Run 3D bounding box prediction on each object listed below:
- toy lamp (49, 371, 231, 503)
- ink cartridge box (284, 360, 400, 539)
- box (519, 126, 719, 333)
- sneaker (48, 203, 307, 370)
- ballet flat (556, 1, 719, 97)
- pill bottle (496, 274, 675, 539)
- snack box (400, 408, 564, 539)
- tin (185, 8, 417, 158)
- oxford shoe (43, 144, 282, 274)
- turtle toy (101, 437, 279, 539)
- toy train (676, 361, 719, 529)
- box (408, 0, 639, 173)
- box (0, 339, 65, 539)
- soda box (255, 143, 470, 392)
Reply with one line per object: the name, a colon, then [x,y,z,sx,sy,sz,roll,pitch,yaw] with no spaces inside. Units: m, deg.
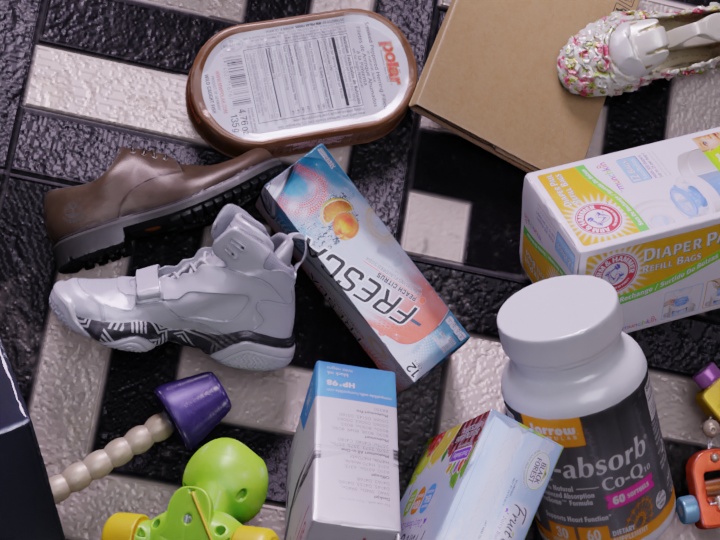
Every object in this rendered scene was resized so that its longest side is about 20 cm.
toy lamp: [-0.191,0.144,1.207,0.199,0.058,0.059,-33,85,-15]
ink cartridge box: [-0.015,0.180,1.152,0.066,0.117,0.201,10,39,-9]
box: [0.242,-0.031,1.278,0.198,0.102,0.113,-14,42,-12]
sneaker: [-0.137,0.004,1.217,0.197,0.075,0.116,11,107,-12]
ballet flat: [0.263,-0.199,1.345,0.198,0.064,0.077,-17,88,-22]
pill bottle: [0.172,0.114,1.207,0.115,0.116,0.202,-25,117,-14]
snack box: [0.066,0.203,1.167,0.067,0.200,0.170,26,75,-3]
tin: [-0.048,-0.157,1.309,0.197,0.042,0.113,-11,84,-13]
oxford shoe: [-0.160,-0.070,1.252,0.198,0.073,0.085,-18,79,-14]
turtle toy: [-0.117,0.226,1.176,0.144,0.101,0.203,3,76,21]
toy train: [0.345,0.143,1.309,0.197,0.056,0.152,-13,82,-10]
box: [0.146,-0.193,1.345,0.162,0.021,0.202,26,75,-15]
box: [-0.300,0.095,1.096,0.116,0.198,0.201,-19,58,-15]
soda box: [0.000,0.000,1.265,0.063,0.068,0.201,-37,88,-16]
